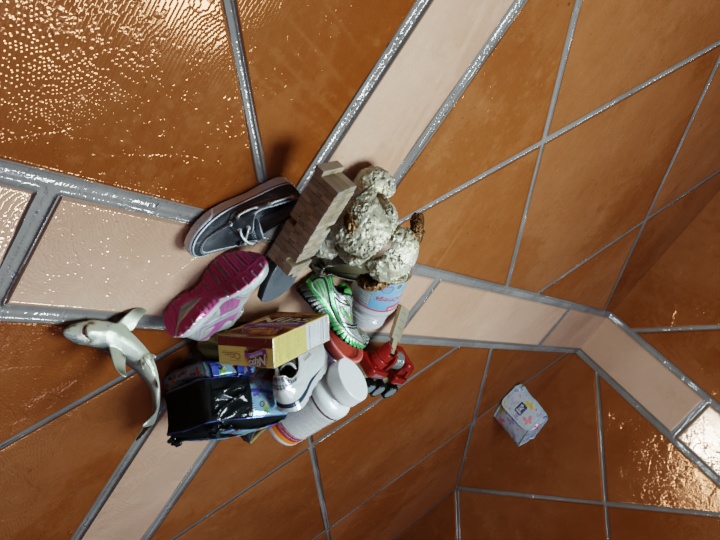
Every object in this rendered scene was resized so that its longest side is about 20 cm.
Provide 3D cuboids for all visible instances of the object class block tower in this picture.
[{"bbox_3d":[-0.079,-0.076,1.030,0.054,0.058,0.201,-26,154,-52],"label":"block tower"}]

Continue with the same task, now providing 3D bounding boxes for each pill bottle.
[{"bbox_3d":[-0.089,0.260,1.299,0.199,0.110,0.109,-34,153,23],"label":"pill bottle"},{"bbox_3d":[0.039,0.023,1.337,0.108,0.109,0.201,-16,139,-37],"label":"pill bottle"}]

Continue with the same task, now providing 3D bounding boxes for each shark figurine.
[{"bbox_3d":[-0.373,0.152,1.039,0.089,0.215,0.128,-19,-160,36],"label":"shark figurine"}]

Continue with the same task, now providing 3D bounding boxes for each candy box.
[{"bbox_3d":[-0.152,0.121,1.176,0.200,0.116,0.057,-17,106,-65],"label":"candy box"}]

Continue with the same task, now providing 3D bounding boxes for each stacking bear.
[{"bbox_3d":[-0.108,0.210,1.397,0.200,0.114,0.121,-40,106,17],"label":"stacking bear"}]

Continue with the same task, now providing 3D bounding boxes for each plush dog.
[{"bbox_3d":[0.029,-0.056,1.136,0.171,0.161,0.200,38,99,-21],"label":"plush dog"}]

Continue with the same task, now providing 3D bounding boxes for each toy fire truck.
[{"bbox_3d":[0.075,0.201,1.601,0.200,0.129,0.176,-41,150,15],"label":"toy fire truck"}]

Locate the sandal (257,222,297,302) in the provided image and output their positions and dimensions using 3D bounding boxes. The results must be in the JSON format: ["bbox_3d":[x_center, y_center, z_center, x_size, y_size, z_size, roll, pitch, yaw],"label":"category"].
[{"bbox_3d":[-0.132,-0.036,1.150,0.076,0.043,0.201,-1,119,-57],"label":"sandal"}]

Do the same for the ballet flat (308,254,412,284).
[{"bbox_3d":[0.000,0.000,1.223,0.198,0.047,0.068,9,125,-5],"label":"ballet flat"}]

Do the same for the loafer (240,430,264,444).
[{"bbox_3d":[-0.189,0.316,1.462,0.199,0.072,0.073,-32,146,-19],"label":"loafer"}]

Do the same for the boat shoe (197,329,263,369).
[{"bbox_3d":[-0.229,0.140,1.231,0.073,0.064,0.200,-16,155,30],"label":"boat shoe"}]

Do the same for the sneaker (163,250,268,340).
[{"bbox_3d":[-0.232,0.045,1.098,0.200,0.082,0.088,-37,151,5],"label":"sneaker"}]

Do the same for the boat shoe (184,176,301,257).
[{"bbox_3d":[-0.177,-0.072,1.020,0.199,0.068,0.072,-31,147,-19],"label":"boat shoe"}]

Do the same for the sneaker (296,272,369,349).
[{"bbox_3d":[-0.036,0.081,1.299,0.085,0.078,0.200,-42,121,-8],"label":"sneaker"}]

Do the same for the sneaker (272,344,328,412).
[{"bbox_3d":[-0.113,0.173,1.221,0.076,0.200,0.081,-9,117,15],"label":"sneaker"}]

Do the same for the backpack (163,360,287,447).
[{"bbox_3d":[-0.242,0.243,1.211,0.199,0.136,0.182,5,158,-44],"label":"backpack"}]

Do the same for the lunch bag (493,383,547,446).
[{"bbox_3d":[0.649,0.578,2.623,0.126,0.170,0.201,-15,142,-33],"label":"lunch bag"}]
